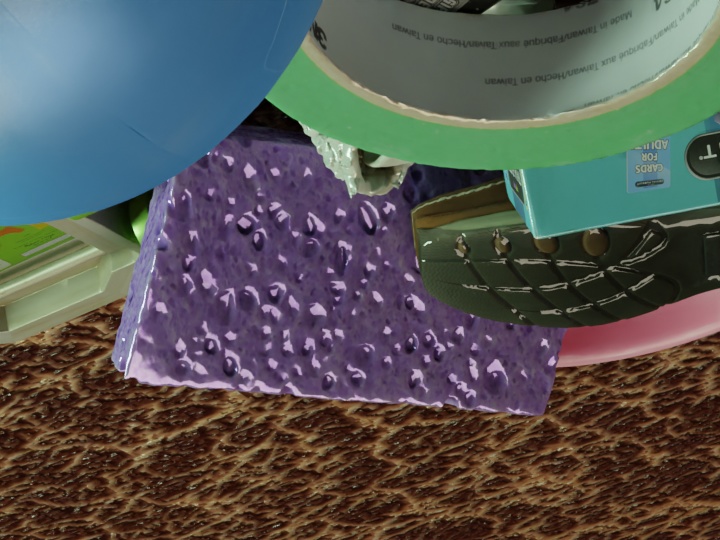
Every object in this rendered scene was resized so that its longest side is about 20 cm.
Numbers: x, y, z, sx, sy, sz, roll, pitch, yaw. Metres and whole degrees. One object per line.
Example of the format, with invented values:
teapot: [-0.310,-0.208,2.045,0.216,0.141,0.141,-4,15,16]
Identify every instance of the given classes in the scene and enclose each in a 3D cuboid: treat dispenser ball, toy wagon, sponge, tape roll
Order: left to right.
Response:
toy wagon: [-0.174,-0.012,1.267,0.155,0.040,0.200,-23,156,21]
treat dispenser ball: [-0.103,-0.113,0.843,0.200,0.202,0.201,-12,158,-5]
sponge: [0.000,0.000,1.286,0.199,0.030,0.112,6,107,-24]
tape roll: [0.048,-0.109,0.984,0.199,0.048,0.201,0,145,0]

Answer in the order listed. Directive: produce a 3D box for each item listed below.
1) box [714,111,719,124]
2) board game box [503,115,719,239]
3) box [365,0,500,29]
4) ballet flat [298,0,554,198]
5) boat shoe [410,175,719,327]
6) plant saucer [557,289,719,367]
box: [0.185,-0.129,1.031,0.039,0.041,0.201,14,106,-39]
board game box: [0.155,-0.059,1.151,0.199,0.047,0.151,-11,-174,1]
box: [0.025,-0.150,1.001,0.137,0.040,0.200,28,137,-34]
ballet flat: [0.038,-0.089,1.171,0.071,0.072,0.200,-2,155,-28]
boat shoe: [0.120,-0.029,1.270,0.199,0.074,0.076,-7,142,-3]
plant saucer: [0.130,-0.015,1.425,0.199,0.051,0.201,-11,157,-5]
